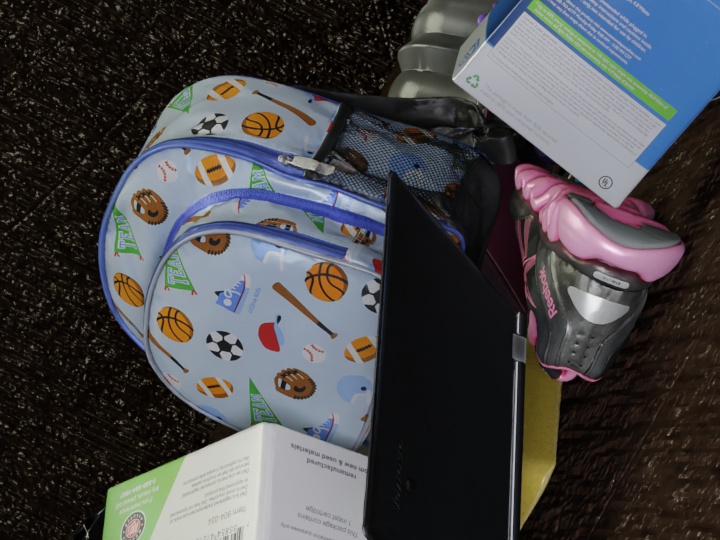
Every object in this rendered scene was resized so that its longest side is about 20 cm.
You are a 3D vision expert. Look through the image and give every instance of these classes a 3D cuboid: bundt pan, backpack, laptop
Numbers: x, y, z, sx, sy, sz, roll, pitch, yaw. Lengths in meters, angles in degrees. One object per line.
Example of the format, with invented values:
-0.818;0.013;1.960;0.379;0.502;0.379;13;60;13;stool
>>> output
0.069;-0.099;1.707;0.202;0.076;0.202;15;-90;-73;bundt pan
-0.041;-0.004;1.424;0.154;0.190;0.200;-51;-18;-54;backpack
0.013;0.095;1.268;0.200;0.116;0.188;-46;31;49;laptop

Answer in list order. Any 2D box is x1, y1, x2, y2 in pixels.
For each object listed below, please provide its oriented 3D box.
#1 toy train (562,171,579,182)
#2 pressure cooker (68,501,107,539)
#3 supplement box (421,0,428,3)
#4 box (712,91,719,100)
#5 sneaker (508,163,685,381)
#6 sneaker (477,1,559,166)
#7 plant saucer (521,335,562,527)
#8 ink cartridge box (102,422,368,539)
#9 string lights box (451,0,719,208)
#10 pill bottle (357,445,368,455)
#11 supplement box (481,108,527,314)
0.150;-0.085;1.526;0.200;0.034;0.046;-63;16;-1;toy train
-0.097;0.229;1.554;0.200;0.175;0.179;106;-176;-58;pressure cooker
0.101;-0.229;1.782;0.103;0.200;0.131;-65;5;-27;supplement box
0.173;-0.194;1.423;0.200;0.107;0.148;-64;5;-5;box
0.105;0.004;1.363;0.200;0.079;0.096;-89;15;-81;sneaker
0.109;-0.134;1.592;0.200;0.083;0.081;86;171;-52;sneaker
0.041;0.128;1.456;0.200;0.048;0.200;-61;5;23;plant saucer
-0.065;0.196;1.369;0.145;0.084;0.200;-25;53;46;ink cartridge box
0.145;-0.139;1.278;0.200;0.103;0.059;-49;9;20;string lights box
-0.018;0.126;1.685;0.200;0.111;0.111;-61;6;29;pill bottle
0.000;0.000;1.574;0.200;0.086;0.110;-21;27;25;supplement box
